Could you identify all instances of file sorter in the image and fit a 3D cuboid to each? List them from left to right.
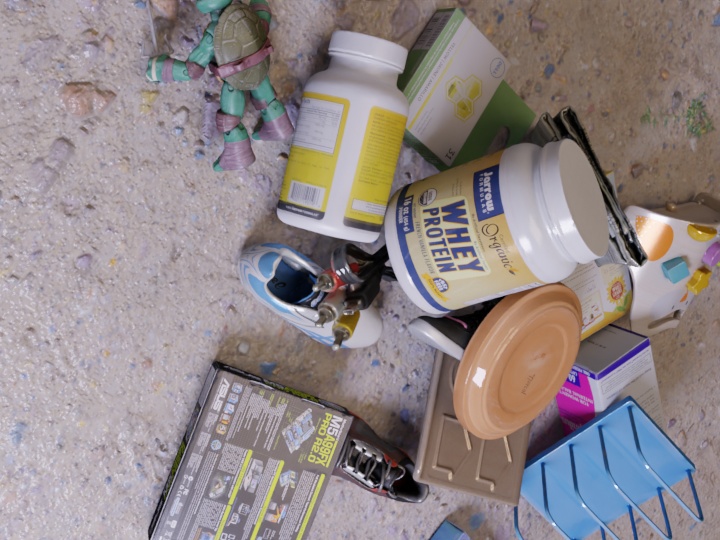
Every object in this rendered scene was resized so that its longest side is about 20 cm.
[{"bbox_3d":[0.306,0.287,1.224,0.200,0.123,0.139,-39,106,22],"label":"file sorter"}]

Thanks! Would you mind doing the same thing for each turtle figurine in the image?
[{"bbox_3d":[-0.129,-0.205,0.932,0.149,0.100,0.201,-30,121,-23],"label":"turtle figurine"}]

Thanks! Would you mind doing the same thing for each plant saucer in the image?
[{"bbox_3d":[0.187,0.106,1.117,0.199,0.032,0.202,-23,130,-31],"label":"plant saucer"}]

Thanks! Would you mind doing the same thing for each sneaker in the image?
[{"bbox_3d":[-0.045,0.035,1.054,0.199,0.072,0.072,32,82,-35],"label":"sneaker"},{"bbox_3d":[0.008,0.215,1.124,0.199,0.082,0.077,29,86,-34],"label":"sneaker"},{"bbox_3d":[0.134,0.058,1.114,0.199,0.071,0.100,25,92,-45],"label":"sneaker"}]

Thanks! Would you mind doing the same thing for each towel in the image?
[{"bbox_3d":[0.250,-0.087,1.111,0.034,0.200,0.194,-26,89,2],"label":"towel"}]

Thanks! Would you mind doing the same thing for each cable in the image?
[{"bbox_3d":[0.000,0.000,1.050,0.200,0.050,0.098,-51,130,-60],"label":"cable"}]

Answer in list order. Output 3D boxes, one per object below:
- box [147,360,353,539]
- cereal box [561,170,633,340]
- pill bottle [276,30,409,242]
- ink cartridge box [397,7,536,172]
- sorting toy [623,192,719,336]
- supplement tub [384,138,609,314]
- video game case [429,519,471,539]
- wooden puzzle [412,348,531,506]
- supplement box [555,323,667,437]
[{"bbox_3d":[-0.117,0.218,1.041,0.159,0.044,0.201,21,90,-16],"label":"box"},{"bbox_3d":[0.282,-0.014,1.268,0.143,0.039,0.201,-25,113,-25],"label":"cereal box"},{"bbox_3d":[-0.013,-0.137,1.008,0.111,0.112,0.202,11,96,-34],"label":"pill bottle"},{"bbox_3d":[0.125,-0.180,1.125,0.200,0.048,0.146,37,80,-31],"label":"ink cartridge box"},{"bbox_3d":[0.426,0.001,1.319,0.199,0.107,0.181,-11,123,-43],"label":"sorting toy"},{"bbox_3d":[0.140,-0.046,1.009,0.144,0.199,0.145,33,48,-46],"label":"supplement tub"},{"bbox_3d":[0.105,0.455,1.267,0.200,0.045,0.182,-48,123,-14],"label":"video game case"},{"bbox_3d":[0.139,0.181,1.203,0.199,0.046,0.187,24,72,-39],"label":"wooden puzzle"},{"bbox_3d":[0.335,0.184,1.314,0.103,0.101,0.201,-29,115,-23],"label":"supplement box"}]
